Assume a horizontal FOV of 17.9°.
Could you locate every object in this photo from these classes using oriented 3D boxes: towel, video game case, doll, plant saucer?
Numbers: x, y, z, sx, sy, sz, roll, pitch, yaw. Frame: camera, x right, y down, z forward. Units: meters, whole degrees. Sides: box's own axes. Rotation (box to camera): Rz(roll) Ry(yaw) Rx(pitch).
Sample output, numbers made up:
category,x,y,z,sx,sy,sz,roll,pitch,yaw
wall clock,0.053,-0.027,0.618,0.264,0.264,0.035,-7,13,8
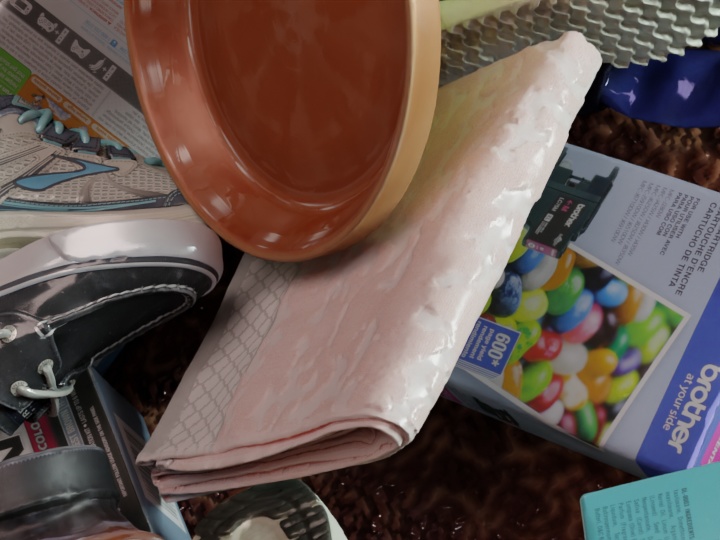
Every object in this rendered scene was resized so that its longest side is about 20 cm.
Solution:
category,x,y,z,sx,sy,sz,roll,pitch,yaw
towel,0.000,0.000,0.950,0.191,0.032,0.201,-18,38,52
video game case,-0.128,-0.062,1.068,0.143,0.018,0.200,38,78,-9
doll,0.111,-0.113,1.025,0.199,0.048,0.137,11,76,37
plant saucer,-0.032,-0.105,0.941,0.032,0.201,0.200,-12,41,-38

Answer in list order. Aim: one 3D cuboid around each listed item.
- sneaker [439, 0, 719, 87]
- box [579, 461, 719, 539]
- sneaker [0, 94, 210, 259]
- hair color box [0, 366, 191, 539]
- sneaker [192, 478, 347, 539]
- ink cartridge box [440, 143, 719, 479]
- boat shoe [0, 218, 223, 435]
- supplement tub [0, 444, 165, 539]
category,x,y,z,sx,sy,sz,roll,pitch,yaw
sneaker,0.074,-0.140,0.985,0.199,0.069,0.100,-8,67,32
box,0.189,0.097,0.844,0.199,0.082,0.049,-15,57,17
sneaker,-0.137,-0.041,1.017,0.199,0.078,0.087,-9,84,-15
hair color box,-0.177,0.139,1.002,0.199,0.061,0.099,-31,53,6
sneaker,0.000,0.169,0.881,0.077,0.089,0.200,-30,42,5
ink cartridge box,0.109,0.018,0.949,0.199,0.042,0.120,22,78,31
boat shoe,-0.149,0.036,0.971,0.199,0.072,0.068,-17,64,6
supplement tub,-0.106,0.173,0.885,0.106,0.107,0.201,-20,76,13
